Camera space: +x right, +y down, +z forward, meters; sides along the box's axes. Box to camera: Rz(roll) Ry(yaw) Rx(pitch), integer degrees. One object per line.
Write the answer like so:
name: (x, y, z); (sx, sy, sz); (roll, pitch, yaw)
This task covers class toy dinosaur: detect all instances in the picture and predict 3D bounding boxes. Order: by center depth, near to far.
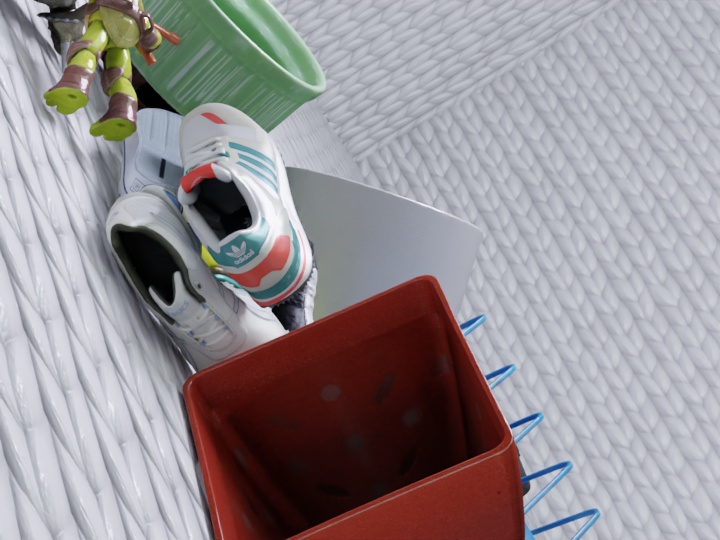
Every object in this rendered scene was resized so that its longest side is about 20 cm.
toy dinosaur: (-0.264, -0.251, 1.287); (0.103, 0.077, 0.200); (54, 0, 24)

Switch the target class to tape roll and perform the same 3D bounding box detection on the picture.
tape roll: (0.000, 0.000, 1.476); (0.201, 0.140, 0.203); (18, -3, 1)

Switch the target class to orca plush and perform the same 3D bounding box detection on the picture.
orca plush: (-0.071, 0.068, 1.236); (0.105, 0.071, 0.202); (167, -66, -65)

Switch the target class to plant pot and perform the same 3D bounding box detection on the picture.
plant pot: (0.012, 0.158, 1.110); (0.200, 0.199, 0.177); (-113, 180, -55)

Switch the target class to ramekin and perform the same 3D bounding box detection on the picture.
ramekin: (-0.134, -0.207, 1.473); (0.200, 0.098, 0.200); (44, 15, -15)

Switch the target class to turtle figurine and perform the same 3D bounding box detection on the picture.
turtle figurine: (-0.195, -0.189, 1.273); (0.200, 0.064, 0.163); (45, 44, -55)

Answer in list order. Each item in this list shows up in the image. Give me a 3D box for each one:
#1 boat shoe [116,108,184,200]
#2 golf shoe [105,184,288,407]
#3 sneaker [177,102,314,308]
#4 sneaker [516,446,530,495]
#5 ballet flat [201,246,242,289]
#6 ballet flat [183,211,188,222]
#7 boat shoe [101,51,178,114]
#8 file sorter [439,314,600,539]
boat shoe: (-0.171, -0.076, 1.293); (0.073, 0.067, 0.200); (26, 19, -6)
golf shoe: (-0.121, 0.033, 1.160); (0.200, 0.078, 0.097); (50, 12, -5)
sneaker: (-0.099, -0.068, 1.174); (0.093, 0.070, 0.201); (45, 17, -51)
sneaker: (0.100, 0.151, 1.471); (0.091, 0.076, 0.200); (41, 14, -26)
ballet flat: (-0.098, 0.025, 1.323); (0.200, 0.067, 0.067); (49, 13, -54)
ballet flat: (-0.163, -0.077, 1.403); (0.067, 0.067, 0.201); (18, 33, -36)
boat shoe: (-0.194, -0.178, 1.580); (0.071, 0.070, 0.200); (54, 12, 19)
file sorter: (0.082, 0.157, 1.291); (0.122, 0.138, 0.201); (-32, 92, -48)
